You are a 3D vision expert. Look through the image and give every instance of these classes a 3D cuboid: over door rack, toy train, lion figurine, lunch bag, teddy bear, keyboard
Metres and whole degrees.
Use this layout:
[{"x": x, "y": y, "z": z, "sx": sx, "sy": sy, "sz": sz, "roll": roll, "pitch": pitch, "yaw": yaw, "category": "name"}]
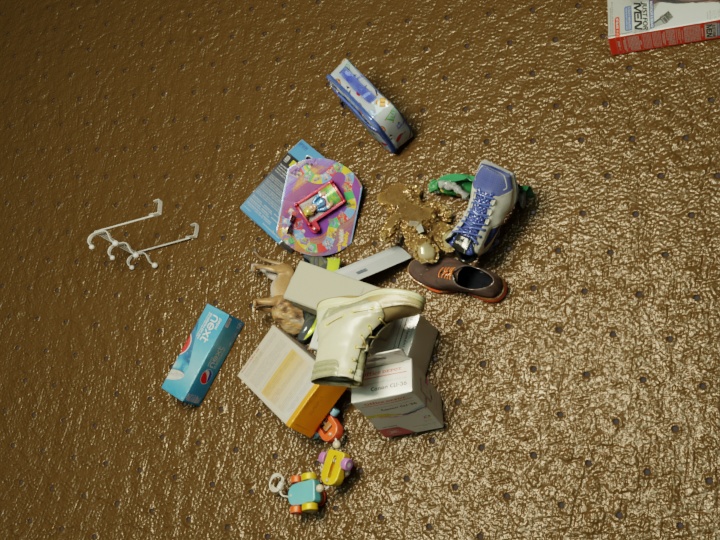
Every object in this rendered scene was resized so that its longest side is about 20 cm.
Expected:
[{"x": -0.479, "y": -0.067, "z": 1.827, "sx": 0.200, "sy": 0.148, "sz": 0.067, "roll": -24, "pitch": 61, "yaw": 16, "category": "over door rack"}, {"x": -0.078, "y": 0.362, "z": 1.547, "sx": 0.200, "sy": 0.056, "sz": 0.150, "roll": -53, "pitch": 45, "yaw": 4, "category": "toy train"}, {"x": -0.161, "y": 0.039, "z": 1.686, "sx": 0.122, "sy": 0.073, "sz": 0.200, "roll": 0, "pitch": 60, "yaw": -11, "category": "lion figurine"}, {"x": 0.015, "y": -0.341, "z": 1.691, "sx": 0.076, "sy": 0.160, "sz": 0.200, "roll": -44, "pitch": 61, "yaw": 4, "category": "lunch bag"}, {"x": 0.112, "y": -0.087, "z": 1.603, "sx": 0.200, "sy": 0.067, "sz": 0.145, "roll": 33, "pitch": 72, "yaw": 32, "category": "teddy bear"}, {"x": 0.000, "y": 0.000, "z": 1.601, "sx": 0.200, "sy": 0.011, "sz": 0.056, "roll": -23, "pitch": 36, "yaw": -14, "category": "keyboard"}]

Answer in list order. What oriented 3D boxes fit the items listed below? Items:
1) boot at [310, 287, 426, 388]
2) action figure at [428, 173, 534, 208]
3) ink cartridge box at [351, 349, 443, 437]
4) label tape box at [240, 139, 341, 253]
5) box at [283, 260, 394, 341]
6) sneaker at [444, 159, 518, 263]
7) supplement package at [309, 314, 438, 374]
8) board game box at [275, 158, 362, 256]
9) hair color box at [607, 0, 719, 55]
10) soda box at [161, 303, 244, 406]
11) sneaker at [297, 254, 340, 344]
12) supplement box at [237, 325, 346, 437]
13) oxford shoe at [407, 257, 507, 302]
[{"x": 0.012, "y": 0.114, "z": 1.360, "sx": 0.200, "sy": 0.072, "sz": 0.155, "roll": -9, "pitch": 57, "yaw": 24, "category": "boot"}, {"x": 0.217, "y": -0.153, "z": 1.576, "sx": 0.200, "sy": 0.118, "sz": 0.055, "roll": 11, "pitch": 85, "yaw": 36, "category": "action figure"}, {"x": 0.058, "y": 0.217, "z": 1.442, "sx": 0.116, "sy": 0.200, "sz": 0.068, "roll": -15, "pitch": 51, "yaw": 19, "category": "ink cartridge box"}, {"x": -0.138, "y": -0.159, "z": 1.753, "sx": 0.200, "sy": 0.066, "sz": 0.143, "roll": -48, "pitch": 60, "yaw": -1, "category": "label tape box"}, {"x": -0.033, "y": 0.055, "z": 1.493, "sx": 0.200, "sy": 0.068, "sz": 0.082, "roll": 20, "pitch": 78, "yaw": 27, "category": "box"}, {"x": 0.214, "y": -0.086, "z": 1.476, "sx": 0.080, "sy": 0.200, "sz": 0.115, "roll": 26, "pitch": 41, "yaw": 20, "category": "sneaker"}, {"x": 0.027, "y": 0.128, "z": 1.545, "sx": 0.200, "sy": 0.110, "sz": 0.114, "roll": 12, "pitch": 76, "yaw": 28, "category": "supplement package"}, {"x": -0.083, "y": -0.128, "z": 1.672, "sx": 0.158, "sy": 0.039, "sz": 0.200, "roll": 11, "pitch": 93, "yaw": -3, "category": "board game box"}, {"x": 0.568, "y": -0.482, "z": 1.544, "sx": 0.200, "sy": 0.064, "sz": 0.111, "roll": -4, "pitch": 69, "yaw": 22, "category": "hair color box"}, {"x": -0.328, "y": 0.176, "z": 1.719, "sx": 0.068, "sy": 0.064, "sz": 0.200, "roll": 25, "pitch": 83, "yaw": 29, "category": "soda box"}, {"x": -0.099, "y": 0.055, "z": 1.625, "sx": 0.081, "sy": 0.074, "sz": 0.200, "roll": 16, "pitch": 56, "yaw": -3, "category": "sneaker"}, {"x": -0.132, "y": 0.211, "z": 1.586, "sx": 0.126, "sy": 0.074, "sz": 0.200, "roll": -54, "pitch": 45, "yaw": -1, "category": "supplement box"}, {"x": 0.173, "y": 0.005, "z": 1.544, "sx": 0.200, "sy": 0.073, "sz": 0.071, "roll": 11, "pitch": 77, "yaw": 28, "category": "oxford shoe"}]
